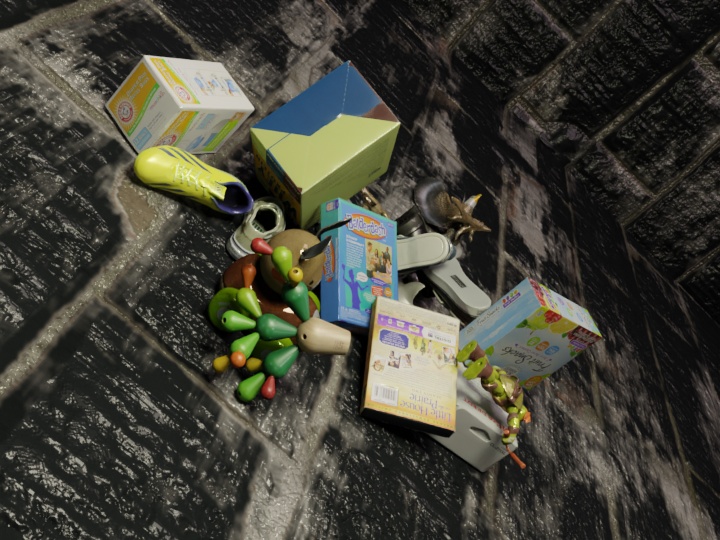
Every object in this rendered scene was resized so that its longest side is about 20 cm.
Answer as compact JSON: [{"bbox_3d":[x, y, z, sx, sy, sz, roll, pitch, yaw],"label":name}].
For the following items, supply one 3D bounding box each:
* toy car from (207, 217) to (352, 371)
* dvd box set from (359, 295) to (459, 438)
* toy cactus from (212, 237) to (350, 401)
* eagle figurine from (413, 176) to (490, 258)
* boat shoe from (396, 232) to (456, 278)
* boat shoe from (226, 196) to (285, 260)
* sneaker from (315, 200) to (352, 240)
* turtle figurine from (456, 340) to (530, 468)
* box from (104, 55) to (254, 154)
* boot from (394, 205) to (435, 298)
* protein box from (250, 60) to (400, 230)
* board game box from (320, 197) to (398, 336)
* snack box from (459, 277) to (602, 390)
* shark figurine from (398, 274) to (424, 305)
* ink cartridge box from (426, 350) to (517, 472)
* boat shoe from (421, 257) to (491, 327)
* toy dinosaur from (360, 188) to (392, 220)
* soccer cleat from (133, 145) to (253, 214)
[{"bbox_3d":[-0.084,0.008,1.158,0.158,0.200,0.165,44,26,-7],"label":"toy car"},{"bbox_3d":[0.079,0.144,1.300,0.144,0.030,0.202,15,52,-11],"label":"dvd box set"},{"bbox_3d":[-0.091,0.072,1.055,0.163,0.203,0.102,12,-2,-13],"label":"toy cactus"},{"bbox_3d":[0.214,-0.125,1.930,0.200,0.149,0.154,-146,-136,-63],"label":"eagle figurine"},{"bbox_3d":[0.070,-0.029,1.484,0.062,0.198,0.076,20,63,-60],"label":"boat shoe"},{"bbox_3d":[-0.148,-0.073,1.330,0.072,0.062,0.201,42,25,-11],"label":"boat shoe"},{"bbox_3d":[-0.032,-0.088,1.527,0.086,0.075,0.201,38,27,-31],"label":"sneaker"},{"bbox_3d":[0.217,0.191,1.305,0.161,0.064,0.201,48,25,-26],"label":"turtle figurine"},{"bbox_3d":[-0.277,-0.253,1.323,0.102,0.112,0.200,53,25,8],"label":"box"},{"bbox_3d":[0.117,-0.034,1.664,0.159,0.079,0.211,56,8,-9],"label":"boot"},{"bbox_3d":[-0.061,-0.196,1.392,0.135,0.198,0.200,51,-13,9],"label":"protein box"},{"bbox_3d":[0.000,0.000,1.387,0.151,0.045,0.203,19,65,-46],"label":"board game box"},{"bbox_3d":[0.282,0.112,1.429,0.199,0.168,0.068,26,33,-42],"label":"snack box"},{"bbox_3d":[0.098,0.068,1.493,0.215,0.090,0.128,53,27,14],"label":"shark figurine"},{"bbox_3d":[0.171,0.208,1.410,0.145,0.083,0.201,37,28,-23],"label":"ink cartridge box"},{"bbox_3d":[0.155,0.033,1.493,0.070,0.064,0.200,-7,37,-25],"label":"boat shoe"},{"bbox_3d":[0.034,-0.097,1.565,0.201,0.058,0.102,60,13,-31],"label":"toy dinosaur"},{"bbox_3d":[-0.238,-0.131,1.247,0.083,0.065,0.199,29,7,41],"label":"soccer cleat"}]
